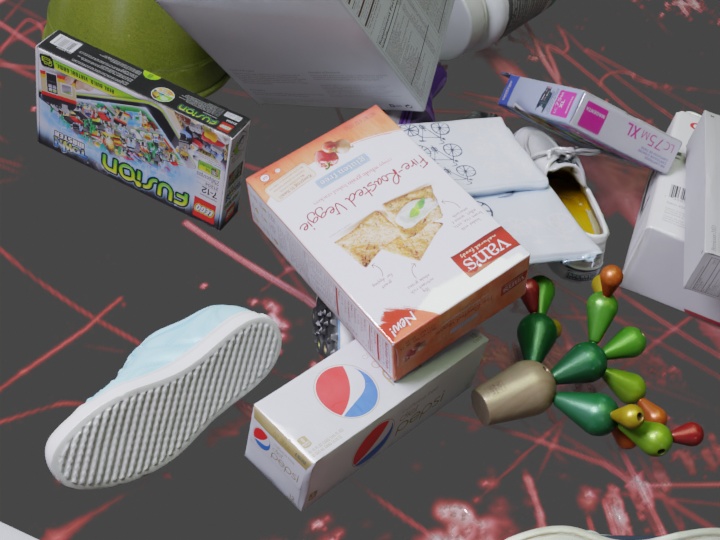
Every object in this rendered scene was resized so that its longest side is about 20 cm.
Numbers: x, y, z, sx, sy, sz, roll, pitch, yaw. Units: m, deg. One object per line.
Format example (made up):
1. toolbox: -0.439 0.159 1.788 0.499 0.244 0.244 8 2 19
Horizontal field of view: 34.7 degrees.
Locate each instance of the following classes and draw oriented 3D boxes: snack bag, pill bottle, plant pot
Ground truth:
1. snack bag: 0.092 -0.068 1.020 0.188 0.021 0.200 -6 45 -24
2. pill bottle: 0.140 -0.317 1.308 0.113 0.113 0.200 34 47 19
3. plant pot: -0.213 -0.299 1.137 0.199 0.194 0.201 7 45 -7

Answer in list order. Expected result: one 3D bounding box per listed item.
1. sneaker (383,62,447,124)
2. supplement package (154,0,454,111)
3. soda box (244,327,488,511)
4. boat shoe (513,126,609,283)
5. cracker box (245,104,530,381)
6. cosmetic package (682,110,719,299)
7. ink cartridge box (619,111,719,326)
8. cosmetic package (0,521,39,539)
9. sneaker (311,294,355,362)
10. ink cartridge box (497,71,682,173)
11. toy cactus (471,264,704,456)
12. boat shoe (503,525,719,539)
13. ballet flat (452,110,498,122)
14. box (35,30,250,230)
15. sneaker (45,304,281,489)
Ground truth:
1. sneaker: 0.050 -0.129 1.140 0.083 0.081 0.201 28 54 -7
2. supplement package: -0.044 -0.258 1.054 0.190 0.200 0.148 6 72 28
3. soda box: 0.007 0.097 0.894 0.068 0.064 0.200 40 50 24
4. boat shoe: 0.194 -0.089 1.112 0.074 0.086 0.203 3 45 -12
5. cracker box: 0.019 -0.027 0.912 0.134 0.058 0.200 -32 60 -19
6. cosmetic package: 0.333 -0.055 1.022 0.082 0.051 0.201 19 45 -1
7. ink cartridge box: 0.346 -0.048 1.114 0.146 0.083 0.200 22 45 7
8. cosmetic package: -0.225 0.256 0.683 0.150 0.052 0.200 20 44 9
9. sneaker: 0.000 0.000 0.985 0.072 0.072 0.201 13 46 -6
10. ink cartridge box: 0.216 -0.149 1.145 0.119 0.042 0.200 23 9 -21
11. toy cactus: 0.172 0.082 0.944 0.164 0.102 0.201 -20 62 -19
12. boat shoe: 0.177 0.217 0.817 0.199 0.062 0.075 -6 63 -9
13. ballet flat: 0.102 -0.083 1.118 0.057 0.067 0.201 -13 35 26
14. box: -0.196 -0.124 1.027 0.199 0.110 0.035 25 45 11
15. sneaker: -0.155 0.091 0.867 0.199 0.074 0.082 -30 29 -31
